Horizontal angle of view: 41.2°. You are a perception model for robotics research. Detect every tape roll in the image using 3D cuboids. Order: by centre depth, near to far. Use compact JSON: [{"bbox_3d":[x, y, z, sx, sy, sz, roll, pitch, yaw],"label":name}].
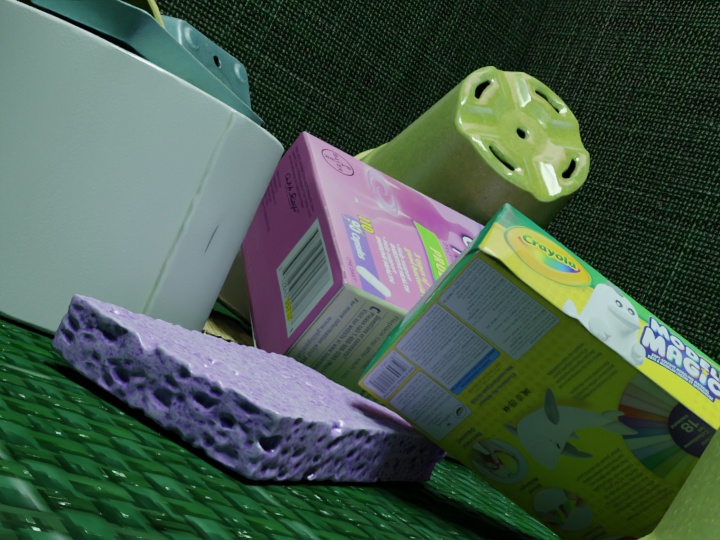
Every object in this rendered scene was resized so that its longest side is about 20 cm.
[{"bbox_3d":[-0.160,-0.050,0.539,0.202,0.140,0.203,24,-2,1],"label":"tape roll"}]

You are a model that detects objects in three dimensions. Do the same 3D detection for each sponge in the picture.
[{"bbox_3d":[-0.039,0.063,0.455,0.111,0.030,0.200,25,-1,27],"label":"sponge"}]

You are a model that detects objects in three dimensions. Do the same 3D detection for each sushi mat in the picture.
[{"bbox_3d":[-0.130,0.037,0.748,0.095,0.012,0.200,24,-1,-13],"label":"sushi mat"}]

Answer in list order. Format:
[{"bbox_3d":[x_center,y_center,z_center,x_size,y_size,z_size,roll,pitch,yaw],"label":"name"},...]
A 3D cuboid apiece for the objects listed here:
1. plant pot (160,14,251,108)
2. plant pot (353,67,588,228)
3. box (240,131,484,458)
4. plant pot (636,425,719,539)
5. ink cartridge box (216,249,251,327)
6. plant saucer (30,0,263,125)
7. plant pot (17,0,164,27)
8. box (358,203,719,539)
[{"bbox_3d":[-0.216,-0.140,0.944,0.199,0.197,0.196,-16,-20,23],"label":"plant pot"},{"bbox_3d":[0.098,-0.074,0.858,0.200,0.201,0.184,25,-38,-17],"label":"plant pot"},{"bbox_3d":[0.026,0.022,0.685,0.200,0.097,0.176,26,29,-29],"label":"box"},{"bbox_3d":[0.195,0.082,0.318,0.200,0.185,0.200,24,-1,1],"label":"plant pot"},{"bbox_3d":[-0.086,0.006,0.852,0.145,0.084,0.200,41,-8,-22],"label":"ink cartridge box"},{"bbox_3d":[-0.114,-0.115,0.542,0.070,0.019,0.200,24,0,11],"label":"plant saucer"},{"bbox_3d":[-0.269,-0.132,0.739,0.200,0.201,0.193,25,-30,-13],"label":"plant pot"},{"bbox_3d":[0.111,0.072,0.453,0.200,0.117,0.048,39,42,-1],"label":"box"}]
